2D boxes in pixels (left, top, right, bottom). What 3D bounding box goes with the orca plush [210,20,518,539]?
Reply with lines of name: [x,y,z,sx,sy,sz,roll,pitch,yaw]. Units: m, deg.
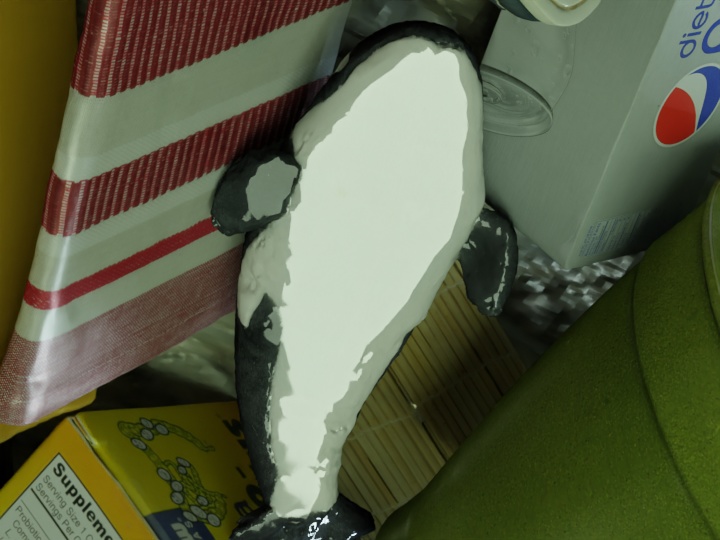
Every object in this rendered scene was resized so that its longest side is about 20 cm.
orca plush: [0.000,0.000,0.916,0.105,0.071,0.200,-1,113,-3]

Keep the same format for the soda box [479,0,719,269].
soda box: [0.098,-0.102,0.862,0.063,0.068,0.200,-14,136,-42]

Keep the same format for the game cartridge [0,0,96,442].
game cartridge: [-0.161,-0.015,0.818,0.032,0.200,0.176,9,109,33]

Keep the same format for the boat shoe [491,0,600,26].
boat shoe: [0.014,-0.162,0.802,0.062,0.075,0.200,-10,122,43]

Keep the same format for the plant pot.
plant pot: [0.112,0.097,0.906,0.193,0.200,0.200,-35,123,28]

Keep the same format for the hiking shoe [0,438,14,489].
hiking shoe: [-0.180,0.040,0.912,0.076,0.101,0.200,-19,125,7]

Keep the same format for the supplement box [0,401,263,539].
supplement box: [-0.106,0.155,0.977,0.200,0.109,0.110,-47,158,23]

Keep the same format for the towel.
towel: [-0.056,-0.053,0.854,0.023,0.144,0.200,31,123,21]

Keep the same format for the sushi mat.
sushi mat: [0.036,0.079,1.026,0.096,0.012,0.200,-26,125,8]
